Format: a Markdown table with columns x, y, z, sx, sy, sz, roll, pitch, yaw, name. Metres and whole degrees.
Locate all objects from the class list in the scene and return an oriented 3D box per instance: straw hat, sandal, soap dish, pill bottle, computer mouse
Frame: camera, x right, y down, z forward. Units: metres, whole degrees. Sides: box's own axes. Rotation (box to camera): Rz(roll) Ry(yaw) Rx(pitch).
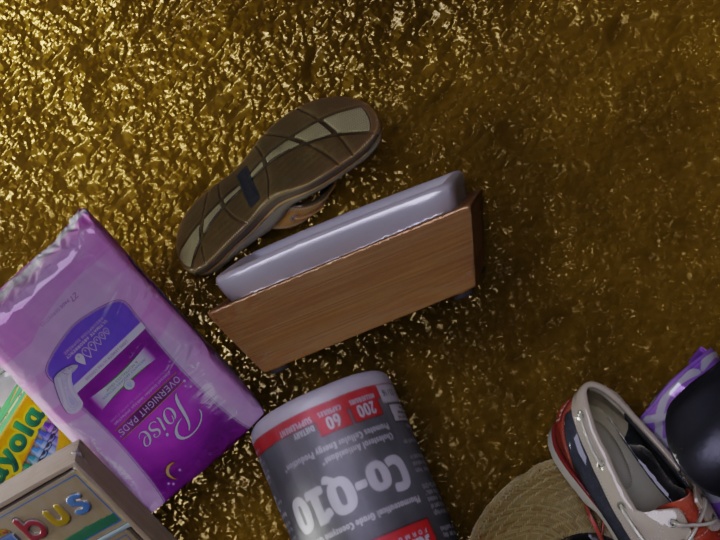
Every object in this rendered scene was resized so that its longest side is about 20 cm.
| x | y | z | sx | sy | sz | roll | pitch | yaw | name |
| --- | --- | --- | --- | --- | --- | --- | --- | --- | --- |
| 0.156 | 0.236 | 1.171 | 0.199 | 0.085 | 0.203 | 8 | 54 | -11 | straw hat |
| -0.059 | -0.061 | 1.284 | 0.200 | 0.054 | 0.081 | -39 | 47 | 21 | sandal |
| 0.000 | 0.000 | 1.216 | 0.198 | 0.157 | 0.082 | -22 | 94 | 9 | soap dish |
| 0.007 | 0.185 | 1.202 | 0.113 | 0.114 | 0.202 | -26 | 77 | 8 | pill bottle |
| 0.276 | 0.079 | 1.123 | 0.138 | 0.200 | 0.053 | 44 | 135 | 11 | computer mouse |

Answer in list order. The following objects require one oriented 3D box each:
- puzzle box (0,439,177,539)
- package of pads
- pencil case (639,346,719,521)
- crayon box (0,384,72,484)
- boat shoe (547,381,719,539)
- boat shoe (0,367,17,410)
| x | y | z | sx | sy | sz | roll | pitch | yaw | name |
| --- | --- | --- | --- | --- | --- | --- | --- | --- | --- |
| -0.237 | 0.214 | 1.200 | 0.199 | 0.026 | 0.133 | -31 | 116 | 19 | puzzle box |
| -0.176 | 0.067 | 1.193 | 0.120 | 0.076 | 0.200 | -41 | 108 | -4 | package of pads |
| 0.285 | 0.147 | 1.163 | 0.085 | 0.084 | 0.200 | -34 | 75 | -33 | pencil case |
| -0.231 | 0.156 | 1.262 | 0.118 | 0.058 | 0.201 | 32 | 90 | -18 | crayon box |
| 0.207 | 0.164 | 1.144 | 0.071 | 0.063 | 0.200 | -27 | 67 | -32 | boat shoe |
| -0.272 | 0.085 | 1.306 | 0.199 | 0.071 | 0.070 | -33 | 73 | 0 | boat shoe |
